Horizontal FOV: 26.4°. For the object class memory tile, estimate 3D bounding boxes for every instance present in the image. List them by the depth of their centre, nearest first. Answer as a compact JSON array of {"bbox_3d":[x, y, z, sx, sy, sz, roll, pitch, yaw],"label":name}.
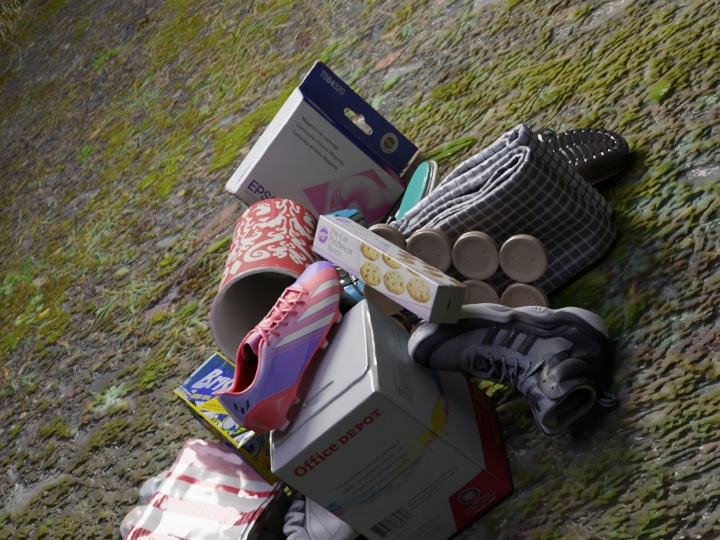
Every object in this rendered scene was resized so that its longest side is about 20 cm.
[{"bbox_3d":[0.096,0.028,1.565,0.198,0.155,0.017,5,26,19],"label":"memory tile"}]

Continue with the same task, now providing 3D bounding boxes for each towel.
[{"bbox_3d":[0.147,-0.037,1.602,0.199,0.165,0.086,-37,38,26],"label":"towel"},{"bbox_3d":[-0.171,0.262,1.627,0.143,0.023,0.201,6,43,27],"label":"towel"}]

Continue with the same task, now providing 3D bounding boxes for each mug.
[{"bbox_3d":[-0.094,0.027,1.775,0.132,0.179,0.201,-16,28,8],"label":"mug"}]

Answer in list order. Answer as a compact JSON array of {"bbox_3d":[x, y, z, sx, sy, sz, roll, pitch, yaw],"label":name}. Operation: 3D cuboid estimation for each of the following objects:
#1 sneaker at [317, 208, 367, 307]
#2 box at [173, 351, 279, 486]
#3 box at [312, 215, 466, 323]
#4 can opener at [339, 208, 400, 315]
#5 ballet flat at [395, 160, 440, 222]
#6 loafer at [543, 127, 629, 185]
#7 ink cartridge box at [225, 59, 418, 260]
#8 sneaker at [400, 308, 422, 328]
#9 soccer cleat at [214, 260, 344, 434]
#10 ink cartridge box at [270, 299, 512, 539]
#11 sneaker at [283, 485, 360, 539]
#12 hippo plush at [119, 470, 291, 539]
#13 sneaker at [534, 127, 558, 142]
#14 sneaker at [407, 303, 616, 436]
[{"bbox_3d":[0.000,0.000,1.732,0.072,0.083,0.200,-16,25,1],"label":"sneaker"},{"bbox_3d":[-0.127,0.156,1.648,0.070,0.064,0.200,-43,28,-11],"label":"box"},{"bbox_3d":[0.025,-0.002,1.502,0.199,0.038,0.042,33,112,47],"label":"box"},{"bbox_3d":[0.024,0.014,1.844,0.052,0.066,0.201,33,88,25],"label":"can opener"},{"bbox_3d":[0.063,-0.026,1.785,0.069,0.069,0.202,25,93,60],"label":"ballet flat"},{"bbox_3d":[0.201,-0.092,1.672,0.198,0.071,0.073,-22,34,10],"label":"loafer"},{"bbox_3d":[-0.039,-0.126,1.930,0.201,0.196,0.043,-54,31,-2],"label":"ink cartridge box"},{"bbox_3d":[0.066,0.065,1.688,0.075,0.091,0.202,-1,51,17],"label":"sneaker"},{"bbox_3d":[-0.076,0.064,1.493,0.066,0.076,0.201,-15,44,49],"label":"soccer cleat"},{"bbox_3d":[0.025,0.161,1.520,0.145,0.200,0.145,-38,32,22],"label":"ink cartridge box"},{"bbox_3d":[-0.041,0.232,1.682,0.081,0.075,0.201,-29,40,16],"label":"sneaker"},{"bbox_3d":[-0.161,0.296,1.681,0.160,0.159,0.201,-23,40,42],"label":"hippo plush"},{"bbox_3d":[0.151,-0.084,1.727,0.200,0.084,0.077,-48,30,8],"label":"sneaker"},{"bbox_3d":[0.148,0.095,1.462,0.076,0.198,0.115,95,171,-46],"label":"sneaker"}]
